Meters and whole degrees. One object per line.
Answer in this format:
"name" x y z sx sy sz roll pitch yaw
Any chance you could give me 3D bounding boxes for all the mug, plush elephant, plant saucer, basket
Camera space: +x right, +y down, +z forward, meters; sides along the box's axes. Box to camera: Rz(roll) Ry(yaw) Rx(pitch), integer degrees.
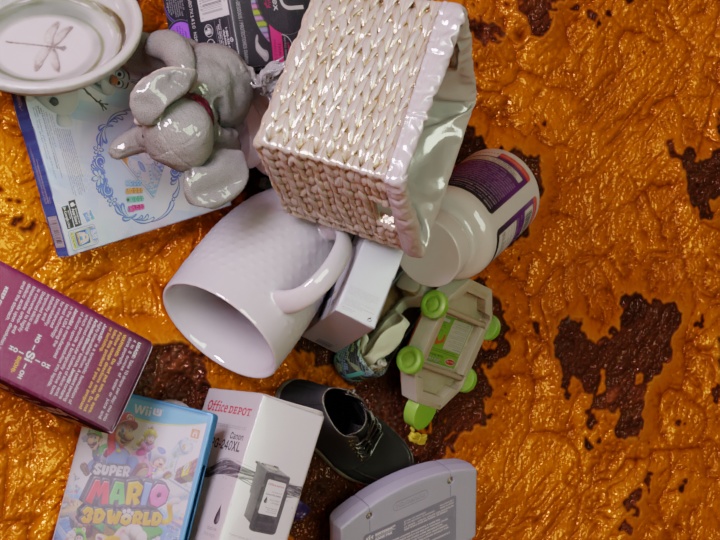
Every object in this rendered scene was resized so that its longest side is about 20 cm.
"mug" -0.087 0.000 1.666 0.148 0.199 0.176 51 58 -26
"plush elephant" -0.177 -0.148 1.551 0.155 0.199 0.166 -45 120 -42
"plant saucer" -0.315 -0.229 1.563 0.199 0.200 0.051 -30 146 -29
"basket" 0.012 -0.151 1.549 0.159 0.198 0.202 17 73 13

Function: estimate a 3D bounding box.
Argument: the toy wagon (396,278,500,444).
"toy wagon" 0.092 0.105 1.837 0.155 0.039 0.202 23 92 -58

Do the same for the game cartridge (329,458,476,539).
"game cartridge" 0.049 0.295 1.818 0.199 0.040 0.135 -18 124 -32

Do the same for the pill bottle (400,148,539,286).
"pill bottle" 0.120 -0.057 1.810 0.200 0.111 0.112 -39 111 -52

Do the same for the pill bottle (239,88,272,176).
"pill bottle" -0.054 -0.165 1.715 0.198 0.112 0.114 -14 96 -31

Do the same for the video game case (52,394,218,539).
"video game case" -0.236 0.231 1.614 0.018 0.142 0.202 38 64 -71

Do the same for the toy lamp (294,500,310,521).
"toy lamp" -0.121 0.340 1.722 0.058 0.058 0.201 34 71 -27

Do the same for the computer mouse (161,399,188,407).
"computer mouse" -0.225 0.229 1.642 0.044 0.109 0.202 44 53 -66

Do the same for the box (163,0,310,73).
"box" -0.102 -0.276 1.689 0.199 0.105 0.124 -16 98 -47

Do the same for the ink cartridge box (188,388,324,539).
"ink cartridge box" -0.130 0.230 1.666 0.083 0.145 0.202 22 78 -27

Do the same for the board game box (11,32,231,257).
"board game box" -0.252 -0.138 1.653 0.198 0.043 0.202 -19 99 -31

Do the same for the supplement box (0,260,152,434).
"supplement box" -0.328 0.070 1.552 0.199 0.131 0.104 31 75 -27

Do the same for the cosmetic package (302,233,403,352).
"cosmetic package" 0.000 0.000 1.719 0.051 0.200 0.152 26 75 -7

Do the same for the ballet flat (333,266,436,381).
"ballet flat" 0.047 0.049 1.826 0.074 0.074 0.201 43 68 -24

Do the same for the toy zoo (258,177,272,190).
"toy zoo" -0.036 -0.144 1.804 0.199 0.020 0.132 -33 106 -29

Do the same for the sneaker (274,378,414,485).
"sneaker" 0.001 0.191 1.772 0.199 0.106 0.075 33 72 -27
